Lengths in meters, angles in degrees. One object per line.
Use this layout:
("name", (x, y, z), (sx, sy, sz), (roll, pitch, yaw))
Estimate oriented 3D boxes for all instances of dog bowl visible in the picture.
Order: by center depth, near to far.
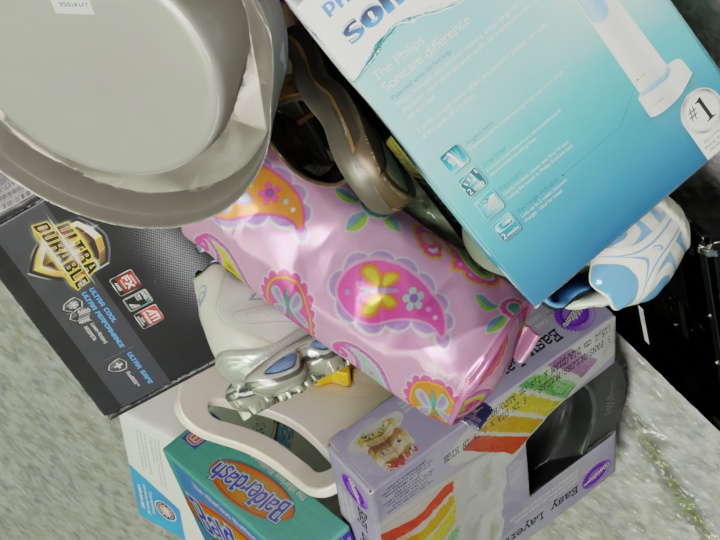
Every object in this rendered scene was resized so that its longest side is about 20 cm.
("dog bowl", (-0.125, -0.115, 1.100), (0.198, 0.059, 0.201), (14, 137, 14))

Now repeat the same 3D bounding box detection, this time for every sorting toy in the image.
("sorting toy", (-0.022, 0.051, 1.417), (0.199, 0.180, 0.107), (27, 149, 18))

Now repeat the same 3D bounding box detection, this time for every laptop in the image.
("laptop", (0.222, 0.004, 1.259), (0.200, 0.103, 0.178), (47, 162, 42))

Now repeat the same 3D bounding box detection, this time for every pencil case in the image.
("pencil case", (0.000, 0.000, 1.217), (0.199, 0.088, 0.088), (34, 151, 10))

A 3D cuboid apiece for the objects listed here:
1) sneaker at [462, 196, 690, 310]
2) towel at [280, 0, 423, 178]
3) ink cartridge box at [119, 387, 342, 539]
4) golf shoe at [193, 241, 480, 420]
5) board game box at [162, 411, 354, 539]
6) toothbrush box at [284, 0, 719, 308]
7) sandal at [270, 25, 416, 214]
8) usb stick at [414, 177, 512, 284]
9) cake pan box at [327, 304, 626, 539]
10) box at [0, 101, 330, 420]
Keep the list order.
("sneaker", (0.103, -0.013, 1.229), (0.072, 0.072, 0.200), (54, 161, -16))
("towel", (-0.040, -0.122, 1.301), (0.144, 0.023, 0.200), (53, 163, -29))
("ink cartridge box", (-0.044, 0.128, 1.585), (0.199, 0.145, 0.148), (27, 149, 19))
("golf shoe", (-0.012, 0.005, 1.302), (0.078, 0.199, 0.098), (-32, 85, 46))
("board game box", (-0.042, 0.203, 1.456), (0.152, 0.045, 0.201), (35, 153, 43))
("toothbrush box", (0.073, -0.109, 1.103), (0.200, 0.146, 0.085), (49, -179, -23))
("sandal", (-0.019, -0.069, 1.156), (0.082, 0.054, 0.200), (50, -174, -26))
("usb stick", (0.046, -0.067, 1.327), (0.055, 0.033, 0.200), (-4, 131, 52))
("cake pan box", (0.076, 0.114, 1.391), (0.052, 0.199, 0.185), (45, 158, 29))
("box", (-0.106, -0.023, 1.316), (0.050, 0.197, 0.201), (65, -178, 41))
